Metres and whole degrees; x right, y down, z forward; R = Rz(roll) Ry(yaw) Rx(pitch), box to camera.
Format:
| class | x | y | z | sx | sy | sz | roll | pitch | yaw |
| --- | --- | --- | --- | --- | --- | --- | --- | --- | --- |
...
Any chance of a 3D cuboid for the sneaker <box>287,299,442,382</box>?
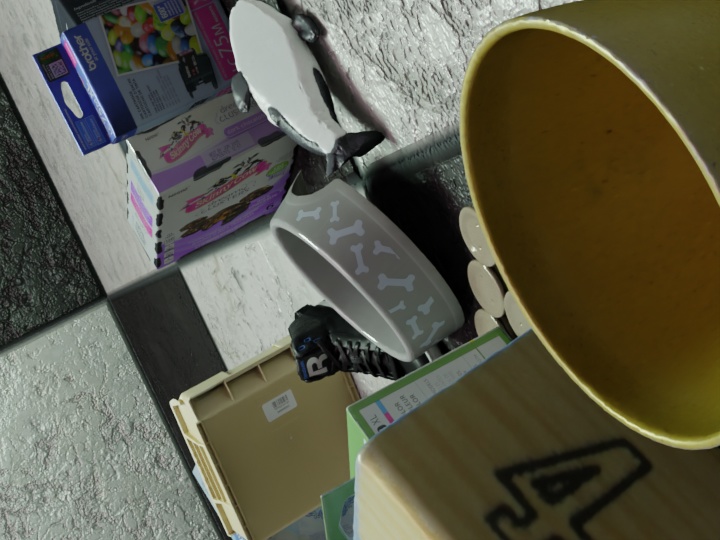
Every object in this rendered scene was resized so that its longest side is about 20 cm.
| class | x | y | z | sx | sy | sz | roll | pitch | yaw |
| --- | --- | --- | --- | --- | --- | --- | --- | --- | --- |
| sneaker | -0.003 | 0.088 | 1.190 | 0.200 | 0.111 | 0.074 | 34 | 147 | 56 |

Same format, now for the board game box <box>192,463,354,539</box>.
| class | x | y | z | sx | sy | sz | roll | pitch | yaw |
| --- | --- | --- | --- | --- | --- | --- | --- | --- | --- |
| board game box | -0.087 | 0.303 | 1.570 | 0.200 | 0.198 | 0.044 | 53 | 133 | 31 |

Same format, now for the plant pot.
| class | x | y | z | sx | sy | sz | roll | pitch | yaw |
| --- | --- | --- | --- | --- | --- | --- | --- | --- | --- |
| plant pot | 0.157 | -0.044 | 0.542 | 0.201 | 0.141 | 0.201 | 52 | 159 | 29 |

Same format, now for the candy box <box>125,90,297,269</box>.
| class | x | y | z | sx | sy | sz | roll | pitch | yaw |
| --- | --- | --- | --- | --- | --- | --- | --- | --- | --- |
| candy box | -0.158 | -0.100 | 1.269 | 0.072 | 0.166 | 0.200 | 57 | 161 | 13 |

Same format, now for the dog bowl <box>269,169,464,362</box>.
| class | x | y | z | sx | sy | sz | roll | pitch | yaw |
| --- | --- | --- | --- | --- | --- | --- | --- | --- | --- |
| dog bowl | 0.000 | 0.000 | 1.062 | 0.200 | 0.059 | 0.200 | 43 | 169 | 11 |

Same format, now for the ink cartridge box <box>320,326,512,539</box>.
| class | x | y | z | sx | sy | sz | roll | pitch | yaw |
| --- | --- | --- | --- | --- | --- | --- | --- | --- | --- |
| ink cartridge box | 0.043 | 0.135 | 0.941 | 0.059 | 0.198 | 0.105 | 49 | 156 | 35 |

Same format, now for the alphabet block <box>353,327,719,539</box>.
| class | x | y | z | sx | sy | sz | roll | pitch | yaw |
| --- | --- | --- | --- | --- | --- | --- | --- | --- | --- |
| alphabet block | 0.127 | 0.186 | 0.816 | 0.200 | 0.195 | 0.197 | 46 | 155 | 28 |

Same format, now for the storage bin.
| class | x | y | z | sx | sy | sz | roll | pitch | yaw |
| --- | --- | --- | --- | --- | --- | --- | --- | --- | --- |
| storage bin | -0.099 | 0.193 | 1.448 | 0.093 | 0.198 | 0.201 | 9 | 124 | 65 |

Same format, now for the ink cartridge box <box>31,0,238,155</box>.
| class | x | y | z | sx | sy | sz | roll | pitch | yaw |
| --- | --- | --- | --- | --- | --- | --- | --- | --- | --- |
| ink cartridge box | -0.221 | -0.213 | 1.238 | 0.121 | 0.198 | 0.042 | 63 | 162 | -3 |

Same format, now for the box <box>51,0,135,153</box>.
| class | x | y | z | sx | sy | sz | roll | pitch | yaw |
| --- | --- | --- | --- | --- | --- | --- | --- | --- | --- |
| box | -0.298 | -0.269 | 1.518 | 0.201 | 0.103 | 0.149 | 53 | 159 | 29 |

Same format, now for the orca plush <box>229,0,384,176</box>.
| class | x | y | z | sx | sy | sz | roll | pitch | yaw |
| --- | --- | --- | --- | --- | --- | --- | --- | --- | --- |
| orca plush | -0.044 | -0.167 | 1.086 | 0.200 | 0.071 | 0.106 | 40 | 107 | 30 |

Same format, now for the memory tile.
| class | x | y | z | sx | sy | sz | roll | pitch | yaw |
| --- | --- | --- | --- | --- | --- | --- | --- | --- | --- |
| memory tile | 0.134 | 0.055 | 0.932 | 0.153 | 0.017 | 0.202 | 42 | 151 | 47 |
